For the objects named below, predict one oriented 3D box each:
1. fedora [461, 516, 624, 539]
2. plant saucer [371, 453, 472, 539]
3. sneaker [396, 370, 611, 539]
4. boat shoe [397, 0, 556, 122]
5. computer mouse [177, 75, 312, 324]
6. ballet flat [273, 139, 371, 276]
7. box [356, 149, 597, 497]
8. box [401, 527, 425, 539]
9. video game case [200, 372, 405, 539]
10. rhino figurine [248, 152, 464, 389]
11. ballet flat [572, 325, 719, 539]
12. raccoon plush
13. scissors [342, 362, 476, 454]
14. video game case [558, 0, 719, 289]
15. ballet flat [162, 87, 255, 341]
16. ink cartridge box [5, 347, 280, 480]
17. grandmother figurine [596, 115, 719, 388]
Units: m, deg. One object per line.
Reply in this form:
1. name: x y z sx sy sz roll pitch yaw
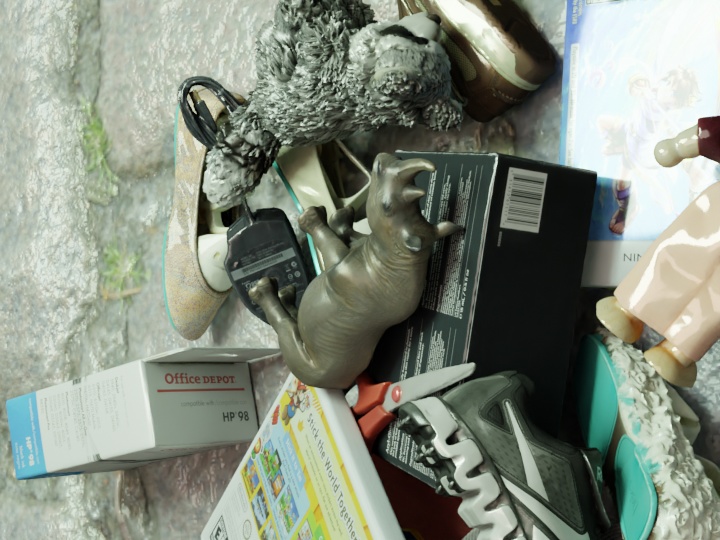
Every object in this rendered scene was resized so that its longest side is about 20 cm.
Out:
1. fedora: 0.140 0.239 0.746 0.177 0.090 0.200 -26 68 32
2. plant saucer: 0.001 0.216 0.886 0.200 0.037 0.200 25 102 36
3. sneaker: 0.106 0.140 0.683 0.090 0.066 0.200 -29 83 -13
4. boat shoe: 0.046 -0.187 0.858 0.075 0.075 0.202 -46 62 32
5. computer mouse: -0.085 -0.050 0.934 0.059 0.034 0.200 -19 97 4
6. ballet flat: -0.012 -0.036 0.891 0.069 0.069 0.200 -41 56 28
7. box: 0.067 0.029 0.791 0.141 0.079 0.200 15 97 63
8. box: -0.014 0.266 0.825 0.070 0.064 0.200 46 115 44
9. video game case: -0.043 0.181 0.817 0.182 0.023 0.200 -61 30 24
10. rhino figurine: 0.000 0.000 0.769 0.088 0.060 0.200 55 135 19
11. ballet flat: 0.169 0.105 0.720 0.072 0.072 0.200 -51 19 23
12. raccoon plush: -0.013 -0.093 0.839 0.134 0.097 0.200 51 126 39
13. scissors: 0.018 0.073 0.779 0.200 0.014 0.073 127 144 -51
14. video game case: 0.208 -0.086 0.746 0.181 0.045 0.200 1 87 36
15. ballet flat: -0.113 -0.045 0.973 0.067 0.068 0.200 -1 88 30
16. ink cartridge box: -0.163 0.111 0.966 0.200 0.116 0.067 -17 77 35
17. grandmother figurine: 0.213 -0.036 0.679 0.121 0.061 0.200 40 109 1
